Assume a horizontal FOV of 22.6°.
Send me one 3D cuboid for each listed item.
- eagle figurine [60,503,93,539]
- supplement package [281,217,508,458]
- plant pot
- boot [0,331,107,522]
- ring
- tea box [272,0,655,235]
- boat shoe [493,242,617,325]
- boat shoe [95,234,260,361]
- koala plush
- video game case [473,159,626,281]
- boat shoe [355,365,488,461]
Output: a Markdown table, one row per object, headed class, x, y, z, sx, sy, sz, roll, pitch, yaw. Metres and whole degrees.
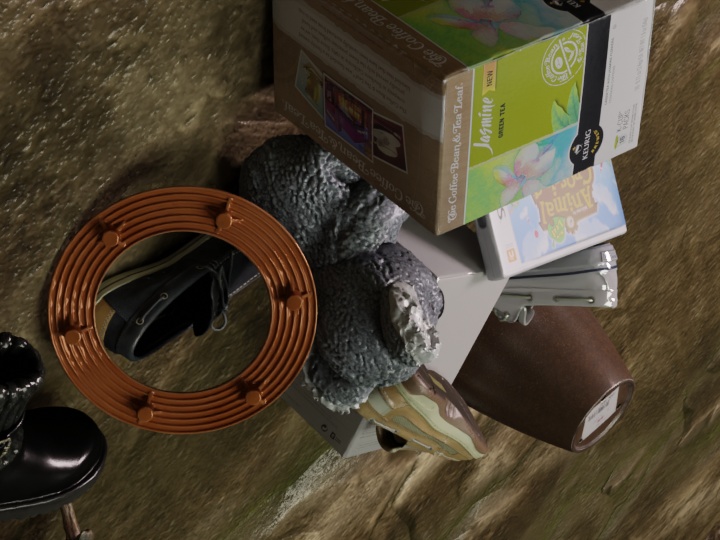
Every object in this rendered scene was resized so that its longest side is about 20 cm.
| class | x | y | z | sx | sy | sz | roll | pitch | yaw |
| --- | --- | --- | --- | --- | --- | --- | --- | --- | --- |
| eagle figurine | -0.290 | 0.286 | 1.444 | 0.200 | 0.152 | 0.151 | -25 | 165 | -49 |
| supplement package | 0.024 | 0.047 | 1.617 | 0.121 | 0.120 | 0.201 | -7 | 132 | -51 |
| plant pot | 0.171 | 0.085 | 1.804 | 0.187 | 0.200 | 0.187 | -36 | 150 | -24 |
| boot | -0.255 | 0.106 | 1.309 | 0.211 | 0.079 | 0.158 | -17 | 139 | -47 |
| ring | -0.130 | 0.034 | 1.322 | 0.201 | 0.200 | 0.019 | -58 | -164 | 16 |
| tea box | 0.069 | -0.155 | 1.292 | 0.196 | 0.200 | 0.134 | -26 | 135 | -29 |
| boat shoe | 0.146 | 0.020 | 1.698 | 0.073 | 0.199 | 0.067 | -10 | 92 | -63 |
| boat shoe | -0.129 | 0.017 | 1.409 | 0.200 | 0.062 | 0.075 | -27 | 144 | -40 |
| koala plush | 0.000 | 0.000 | 1.383 | 0.183 | 0.201 | 0.177 | 3 | 161 | -34 |
| video game case | 0.159 | -0.101 | 1.612 | 0.200 | 0.022 | 0.183 | -19 | 97 | -47 |
| boat shoe | 0.047 | 0.128 | 1.566 | 0.076 | 0.072 | 0.200 | -36 | 145 | 7 |
